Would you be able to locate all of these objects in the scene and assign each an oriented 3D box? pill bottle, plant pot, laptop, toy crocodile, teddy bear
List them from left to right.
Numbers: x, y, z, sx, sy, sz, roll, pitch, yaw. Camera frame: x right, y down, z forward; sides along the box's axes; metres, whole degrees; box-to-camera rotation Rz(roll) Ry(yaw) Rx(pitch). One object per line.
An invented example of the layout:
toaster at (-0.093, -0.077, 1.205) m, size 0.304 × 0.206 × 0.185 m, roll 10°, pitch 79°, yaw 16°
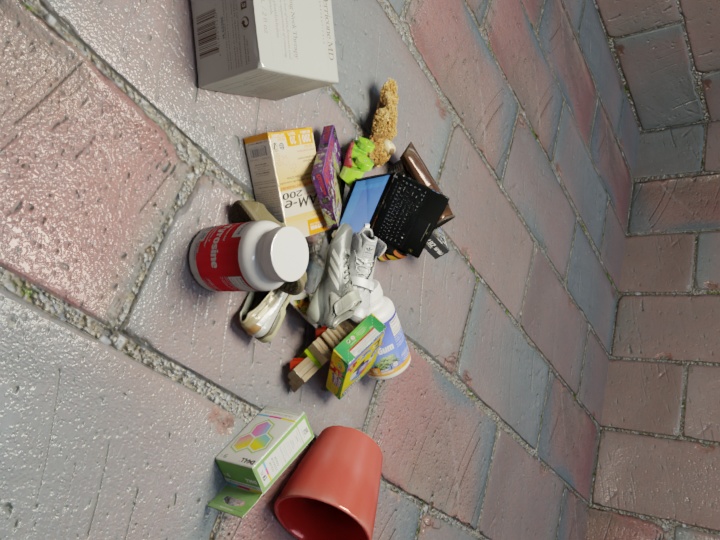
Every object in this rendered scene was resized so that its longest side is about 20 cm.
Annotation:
pill bottle at (-0.183, -0.023, 1.010) m, size 0.111 × 0.197 × 0.115 m, roll 3°, pitch 86°, yaw -51°
plant pot at (-0.045, 0.419, 1.191) m, size 0.203 × 0.197 × 0.179 m, roll 62°, pitch 35°, yaw -29°
toy crocodile at (-0.010, -0.232, 1.299) m, size 0.061 × 0.068 × 0.202 m, roll 22°, pitch 35°, yaw -12°
pill bottle at (0.033, 0.128, 1.351) m, size 0.112 × 0.110 × 0.204 m, roll -42°, pitch 120°, yaw -43°
teddy bear at (0.062, -0.340, 1.417) m, size 0.146 × 0.065 × 0.204 m, roll 96°, pitch 7°, yaw -61°
laptop at (0.059, -0.105, 1.296) m, size 0.179 × 0.197 × 0.104 m, roll -64°, pitch 180°, yaw 42°

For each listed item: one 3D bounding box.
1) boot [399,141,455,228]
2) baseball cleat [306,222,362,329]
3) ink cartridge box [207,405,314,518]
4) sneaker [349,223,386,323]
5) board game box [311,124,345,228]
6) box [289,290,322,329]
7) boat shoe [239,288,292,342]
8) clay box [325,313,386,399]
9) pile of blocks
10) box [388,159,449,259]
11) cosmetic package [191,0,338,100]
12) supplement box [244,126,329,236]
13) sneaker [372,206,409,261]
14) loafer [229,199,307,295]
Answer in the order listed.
boot at (0.144, -0.197, 1.402) m, size 0.203 × 0.063 × 0.186 m, roll 62°, pitch 11°, yaw -4°
baseball cleat at (-0.033, 0.014, 1.183) m, size 0.204 × 0.104 × 0.070 m, roll -71°, pitch 159°, yaw -4°
ink cartridge box at (-0.183, 0.328, 1.075) m, size 0.200 × 0.102 × 0.060 m, roll -42°, pitch 120°, yaw -43°
sneaker at (0.000, 0.000, 1.237) m, size 0.074 × 0.116 × 0.203 m, roll 15°, pitch 43°, yaw -22°
board game box at (-0.060, -0.193, 1.230) m, size 0.202 × 0.032 × 0.122 m, roll -84°, pitch 158°, yaw -51°
box at (-0.096, 0.086, 1.237) m, size 0.039 × 0.041 × 0.201 m, roll -47°, pitch 129°, yaw -8°
boat shoe at (-0.163, 0.027, 1.134) m, size 0.068 × 0.074 × 0.204 m, roll 41°, pitch 53°, yaw -39°
clay box at (-0.013, 0.183, 1.239) m, size 0.115 × 0.047 × 0.202 m, roll -41°, pitch 160°, yaw -28°
pile of blocks at (-0.079, 0.151, 1.226) m, size 0.199 × 0.082 × 0.062 m, roll -42°, pitch 86°, yaw -19°
box at (0.141, -0.149, 1.482) m, size 0.161 × 0.048 × 0.203 m, roll 41°, pitch 30°, yaw -45°
cosmetic package at (-0.166, -0.408, 1.074) m, size 0.198 × 0.164 × 0.172 m, roll -12°, pitch 97°, yaw -52°
supplement box at (-0.138, -0.163, 1.173) m, size 0.125 × 0.072 × 0.205 m, roll -23°, pitch 107°, yaw -50°
sneaker at (0.058, -0.115, 1.408) m, size 0.070 × 0.089 × 0.203 m, roll -47°, pitch 124°, yaw -41°
loafer at (-0.153, -0.049, 1.097) m, size 0.067 × 0.076 × 0.202 m, roll -30°, pitch 84°, yaw -46°
